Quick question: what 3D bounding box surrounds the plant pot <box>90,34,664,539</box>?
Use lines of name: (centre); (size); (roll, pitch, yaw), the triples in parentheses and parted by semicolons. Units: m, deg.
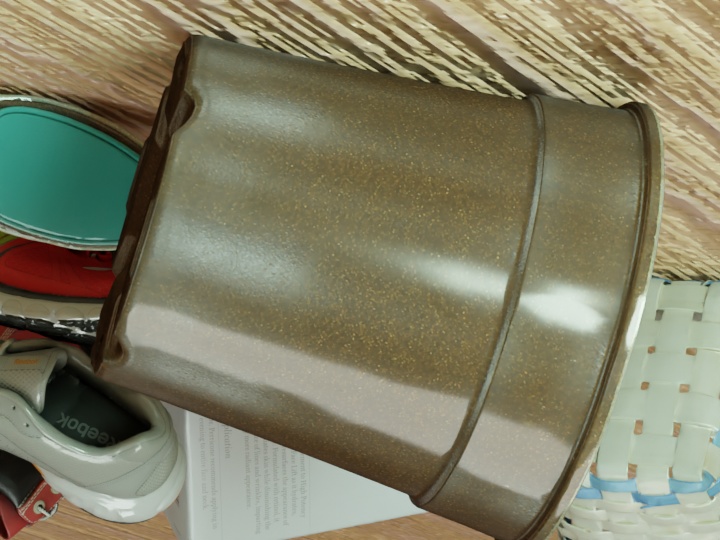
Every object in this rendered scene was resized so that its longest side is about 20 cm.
plant pot: (0.000, 0.000, 1.213); (0.198, 0.201, 0.200); (15, 165, -8)

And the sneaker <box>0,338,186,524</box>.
sneaker: (-0.178, 0.054, 1.409); (0.200, 0.076, 0.092); (17, 153, 3)

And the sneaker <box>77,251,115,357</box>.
sneaker: (-0.106, 0.012, 1.485); (0.200, 0.075, 0.106); (25, -172, 40)

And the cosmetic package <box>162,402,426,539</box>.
cosmetic package: (-0.008, 0.079, 1.552); (0.200, 0.102, 0.074); (-9, -148, -17)

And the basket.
basket: (0.179, 0.100, 1.567); (0.139, 0.177, 0.200); (-1, 146, 27)

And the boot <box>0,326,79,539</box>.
boot: (-0.129, 0.103, 1.598); (0.200, 0.144, 0.072); (27, 161, -11)

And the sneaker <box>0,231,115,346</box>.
sneaker: (-0.160, -0.014, 1.405); (0.200, 0.085, 0.077); (12, 174, 27)

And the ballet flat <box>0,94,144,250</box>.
ballet flat: (-0.182, -0.058, 1.333); (0.200, 0.068, 0.062); (13, -167, -13)
